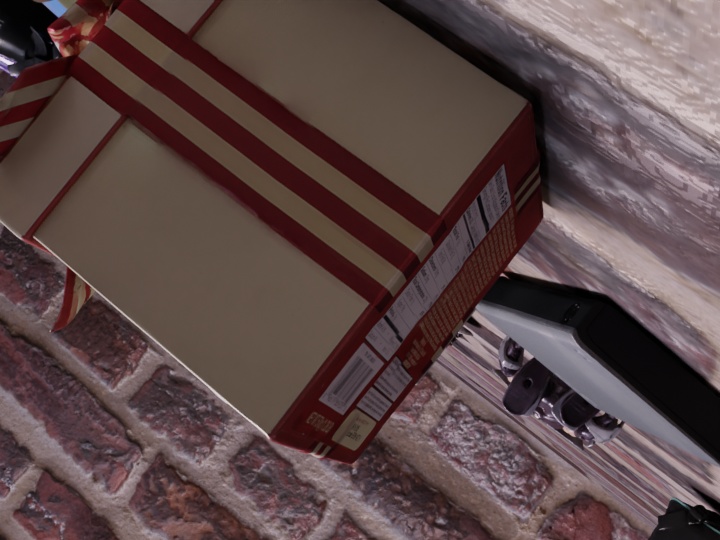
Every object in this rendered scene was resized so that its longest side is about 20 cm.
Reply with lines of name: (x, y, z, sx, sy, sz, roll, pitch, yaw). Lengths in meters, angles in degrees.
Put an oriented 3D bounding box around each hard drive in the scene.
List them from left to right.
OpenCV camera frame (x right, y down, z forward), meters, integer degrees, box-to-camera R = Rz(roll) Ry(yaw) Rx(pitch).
hard drive: (0.162, 0.062, 0.753, 0.139, 0.033, 0.200, 39, 177, -11)

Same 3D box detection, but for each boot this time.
boot: (-0.252, -0.192, 1.011, 0.162, 0.073, 0.198, 37, -161, 3)

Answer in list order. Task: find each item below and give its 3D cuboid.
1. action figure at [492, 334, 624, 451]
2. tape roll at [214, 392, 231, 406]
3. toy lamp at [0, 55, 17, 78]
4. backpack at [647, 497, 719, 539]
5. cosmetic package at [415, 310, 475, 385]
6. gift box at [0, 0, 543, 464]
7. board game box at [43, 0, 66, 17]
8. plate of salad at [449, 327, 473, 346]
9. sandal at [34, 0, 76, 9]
action figure: (0.173, 0.107, 0.984, 0.130, 0.070, 0.200, 31, 179, 9)
tape roll: (-0.037, 0.018, 0.828, 0.203, 0.203, 0.037, 36, 176, 27)
toy lamp: (-0.278, -0.201, 1.131, 0.199, 0.058, 0.058, 14, -173, -24)
backpack: (0.401, 0.359, 1.195, 0.200, 0.154, 0.176, 33, 175, -33)
cosmetic package: (0.000, 0.000, 1.008, 0.200, 0.107, 0.090, 37, 177, -12)
gift box: (-0.050, -0.027, 0.492, 0.187, 0.200, 0.185, 38, 172, 17)
board game box: (-0.176, -0.196, 0.861, 0.200, 0.039, 0.158, 26, 169, 37)
plate of salad: (0.038, 0.039, 1.312, 0.200, 0.048, 0.200, 27, -178, -1)
sandal: (-0.221, -0.211, 0.732, 0.201, 0.057, 0.080, 40, 144, -1)
